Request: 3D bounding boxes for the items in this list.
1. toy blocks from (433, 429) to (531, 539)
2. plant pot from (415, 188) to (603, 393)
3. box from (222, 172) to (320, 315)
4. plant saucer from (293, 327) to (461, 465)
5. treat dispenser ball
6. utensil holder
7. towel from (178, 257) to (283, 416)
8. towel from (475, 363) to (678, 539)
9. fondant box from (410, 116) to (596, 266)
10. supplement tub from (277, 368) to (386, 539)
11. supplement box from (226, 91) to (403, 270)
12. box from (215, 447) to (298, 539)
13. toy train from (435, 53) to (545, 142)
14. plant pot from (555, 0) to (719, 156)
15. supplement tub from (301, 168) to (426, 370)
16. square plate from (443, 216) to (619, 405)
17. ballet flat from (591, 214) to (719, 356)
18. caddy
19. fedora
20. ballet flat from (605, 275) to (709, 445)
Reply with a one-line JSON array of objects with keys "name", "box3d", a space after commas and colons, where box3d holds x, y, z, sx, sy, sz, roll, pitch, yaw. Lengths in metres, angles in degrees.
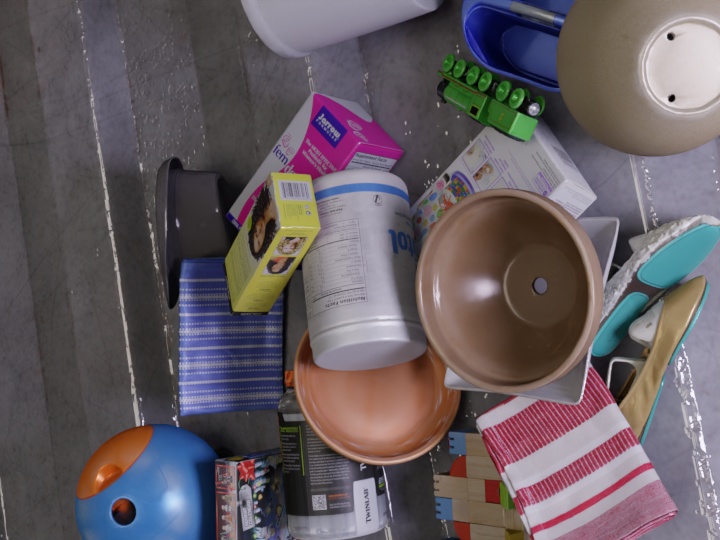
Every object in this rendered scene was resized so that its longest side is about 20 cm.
[{"name": "toy blocks", "box3d": [0.142, 0.255, 1.260, 0.136, 0.100, 0.201, -4, 88, 45]}, {"name": "plant pot", "box3d": [0.162, 0.019, 1.128, 0.200, 0.093, 0.202, 1, 93, 36]}, {"name": "box", "box3d": [-0.104, -0.026, 1.269, 0.200, 0.050, 0.075, 124, 141, -52]}, {"name": "plant saucer", "box3d": [0.018, 0.129, 1.299, 0.201, 0.200, 0.037, 67, 159, 14]}, {"name": "treat dispenser ball", "box3d": [-0.269, 0.301, 1.459, 0.200, 0.201, 0.202, 0, 90, 34]}, {"name": "utensil holder", "box3d": [-0.019, -0.357, 1.318, 0.199, 0.170, 0.171, -11, 84, 30]}, {"name": "towel", "box3d": [-0.162, 0.082, 1.428, 0.024, 0.144, 0.201, 4, 93, 61]}, {"name": "towel", "box3d": [0.213, 0.196, 1.143, 0.144, 0.023, 0.200, -34, 53, 12]}, {"name": "fondant box", "box3d": [0.146, -0.067, 1.242, 0.200, 0.058, 0.144, -46, 44, 24]}, {"name": "supplement tub", "box3d": [-0.036, 0.216, 1.351, 0.122, 0.122, 0.201, -7, 86, 33]}, {"name": "supplement box", "box3d": [-0.057, -0.106, 1.380, 0.101, 0.103, 0.200, 48, 112, 26]}, {"name": "box", "box3d": [-0.121, 0.328, 1.398, 0.040, 0.137, 0.201, -1, 90, 36]}, {"name": "toy train", "box3d": [0.138, -0.192, 1.240, 0.057, 0.042, 0.200, -67, 30, 13]}, {"name": "plant pot", "box3d": [0.296, -0.200, 1.070, 0.200, 0.134, 0.201, 0, 104, 2]}, {"name": "supplement tub", "box3d": [0.000, 0.000, 1.252, 0.132, 0.132, 0.201, -19, 69, 32]}, {"name": "square plate", "box3d": [0.186, 0.041, 1.211, 0.198, 0.028, 0.201, 1, 73, 50]}, {"name": "ballet flat", "box3d": [0.287, 0.004, 1.174, 0.200, 0.072, 0.072, -50, 65, 23]}, {"name": "caddy", "box3d": [0.204, -0.268, 1.201, 0.200, 0.105, 0.142, 26, 103, 31]}, {"name": "fedora", "box3d": [-0.210, -0.052, 1.470, 0.090, 0.177, 0.201, -3, 107, 2]}, {"name": "ballet flat", "box3d": [0.295, 0.090, 1.158, 0.063, 0.069, 0.201, 22, 102, 9]}]
